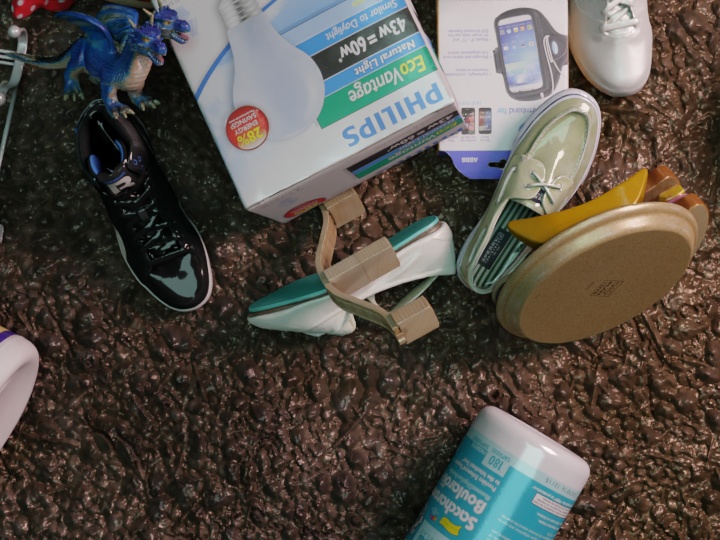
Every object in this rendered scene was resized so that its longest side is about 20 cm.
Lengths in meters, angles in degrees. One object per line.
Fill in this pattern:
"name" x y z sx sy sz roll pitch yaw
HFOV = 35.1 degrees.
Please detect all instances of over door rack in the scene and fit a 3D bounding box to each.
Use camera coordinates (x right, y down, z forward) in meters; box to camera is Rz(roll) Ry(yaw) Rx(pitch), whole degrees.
"over door rack" -0.388 -0.132 1.025 0.147 0.067 0.201 8 89 2

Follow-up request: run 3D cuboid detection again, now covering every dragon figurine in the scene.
"dragon figurine" -0.218 -0.192 0.954 0.200 0.059 0.100 26 125 33

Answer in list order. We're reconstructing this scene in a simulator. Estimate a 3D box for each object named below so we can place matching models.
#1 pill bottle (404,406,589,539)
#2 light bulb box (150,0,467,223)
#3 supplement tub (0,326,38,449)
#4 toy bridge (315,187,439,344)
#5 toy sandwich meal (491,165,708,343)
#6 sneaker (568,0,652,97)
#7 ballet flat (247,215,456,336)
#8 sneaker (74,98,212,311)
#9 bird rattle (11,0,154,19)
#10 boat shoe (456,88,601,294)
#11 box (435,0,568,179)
"pill bottle" 0.106 0.228 0.987 0.111 0.111 0.200 30 89 1
"light bulb box" -0.040 -0.175 0.975 0.198 0.125 0.201 -27 83 9
"supplement tub" -0.399 0.085 0.981 0.199 0.145 0.146 27 89 1
"toy bridge" 0.000 0.000 0.966 0.067 0.200 0.027 -28 130 -2
"toy sandwich meal" 0.202 -0.015 0.975 0.205 0.205 0.070 -22 58 0
"sneaker" 0.222 -0.257 1.009 0.075 0.088 0.201 -8 89 -1
"ballet flat" -0.002 0.021 1.022 0.199 0.069 0.070 -26 88 -1
"sneaker" -0.198 -0.054 0.998 0.073 0.112 0.201 -26 88 1
"bird rattle" -0.210 -0.265 0.988 0.163 0.200 0.113 13 62 -33
"boat shoe" 0.151 -0.063 0.991 0.072 0.062 0.200 26 102 -9
"box" 0.128 -0.183 1.034 0.119 0.041 0.201 0 91 1
